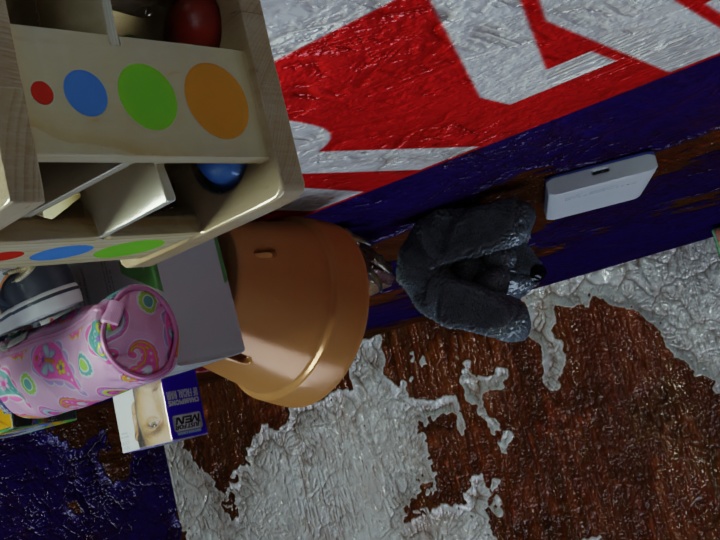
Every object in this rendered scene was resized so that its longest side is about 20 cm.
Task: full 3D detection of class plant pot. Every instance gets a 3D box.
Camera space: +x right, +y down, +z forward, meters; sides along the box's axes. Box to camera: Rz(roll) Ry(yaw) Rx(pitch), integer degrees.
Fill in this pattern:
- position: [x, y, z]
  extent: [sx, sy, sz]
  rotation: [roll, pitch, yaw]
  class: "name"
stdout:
- position: [-0.108, 0.030, 1.054]
  extent: [0.140, 0.201, 0.200]
  rotation: [17, 154, -40]
  class: "plant pot"

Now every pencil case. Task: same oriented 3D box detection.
- position: [-0.243, 0.073, 0.894]
  extent: [0.200, 0.088, 0.087]
  rotation: [-18, 172, 41]
  class: "pencil case"

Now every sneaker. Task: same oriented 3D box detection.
- position: [-0.300, 0.011, 0.916]
  extent: [0.078, 0.080, 0.200]
  rotation: [-25, -177, -33]
  class: "sneaker"

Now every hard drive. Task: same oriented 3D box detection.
- position: [0.302, -0.106, 1.325]
  extent: [0.132, 0.025, 0.200]
  rotation: [-14, 172, 8]
  class: "hard drive"

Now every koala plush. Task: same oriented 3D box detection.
- position: [0.164, -0.005, 1.334]
  extent: [0.183, 0.178, 0.200]
  rotation: [3, -177, 32]
  class: "koala plush"

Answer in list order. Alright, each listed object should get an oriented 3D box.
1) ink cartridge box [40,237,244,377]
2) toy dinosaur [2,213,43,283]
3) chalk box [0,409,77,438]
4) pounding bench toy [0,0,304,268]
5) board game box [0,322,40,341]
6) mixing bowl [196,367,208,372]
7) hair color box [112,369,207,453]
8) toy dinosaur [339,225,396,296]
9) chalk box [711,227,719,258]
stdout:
- position: [-0.216, 0.035, 0.979]
  extent: [0.200, 0.147, 0.084]
  rotation: [-20, 172, 43]
  class: "ink cartridge box"
- position: [-0.260, -0.030, 0.764]
  extent: [0.199, 0.058, 0.101]
  rotation: [-13, 171, -9]
  class: "toy dinosaur"
- position: [-0.556, 0.204, 1.697]
  extent: [0.124, 0.125, 0.200]
  rotation: [-17, 171, 21]
  class: "chalk box"
- position: [-0.147, -0.062, 0.470]
  extent: [0.200, 0.125, 0.156]
  rotation: [-20, 170, 41]
  class: "pounding bench toy"
- position: [-0.409, 0.077, 1.156]
  extent: [0.200, 0.035, 0.135]
  rotation: [-8, 166, 38]
  class: "board game box"
- position: [-0.166, 0.074, 1.499]
  extent: [0.200, 0.109, 0.200]
  rotation: [-14, 173, -2]
  class: "mixing bowl"
- position: [-0.273, 0.127, 1.344]
  extent: [0.109, 0.201, 0.065]
  rotation: [-19, 171, 39]
  class: "hair color box"
- position: [0.000, 0.000, 1.310]
  extent: [0.135, 0.086, 0.200]
  rotation: [-15, 170, 34]
  class: "toy dinosaur"
- position: [0.878, -0.049, 2.348]
  extent: [0.124, 0.125, 0.200]
  rotation: [-17, 170, 24]
  class: "chalk box"
